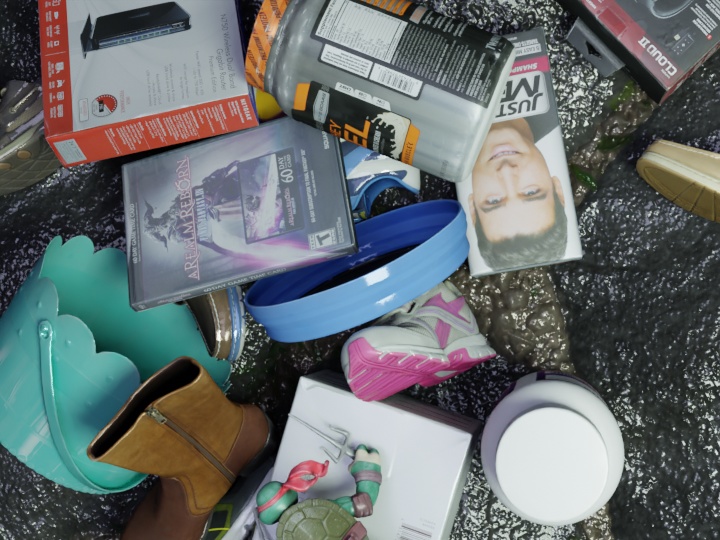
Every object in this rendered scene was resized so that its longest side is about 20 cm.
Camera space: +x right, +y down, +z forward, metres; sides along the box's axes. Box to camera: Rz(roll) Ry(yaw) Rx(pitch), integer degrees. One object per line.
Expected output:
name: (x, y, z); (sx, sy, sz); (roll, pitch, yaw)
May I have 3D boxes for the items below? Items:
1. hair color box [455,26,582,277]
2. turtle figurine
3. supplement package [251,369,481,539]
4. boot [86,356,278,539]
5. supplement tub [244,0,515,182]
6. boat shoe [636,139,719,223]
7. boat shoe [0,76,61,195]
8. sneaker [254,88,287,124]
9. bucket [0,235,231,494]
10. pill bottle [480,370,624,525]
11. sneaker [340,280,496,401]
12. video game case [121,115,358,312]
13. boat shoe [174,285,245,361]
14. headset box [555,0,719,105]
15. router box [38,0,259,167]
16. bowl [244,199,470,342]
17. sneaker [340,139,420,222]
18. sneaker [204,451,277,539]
hair color box: (0.130, -0.101, 0.958); (0.098, 0.061, 0.202); (-10, 87, 9)
turtle figurine: (-0.024, 0.220, 0.849); (0.150, 0.101, 0.200); (-43, 87, 6)
supplement package: (0.002, 0.207, 0.945); (0.154, 0.111, 0.202); (17, 92, 10)
boot: (-0.159, 0.168, 0.870); (0.188, 0.200, 0.069); (-40, 67, -1)
supplement tub: (0.015, -0.161, 0.882); (0.199, 0.123, 0.123); (22, 92, 6)
boat shoe: (0.336, -0.074, 0.923); (0.199, 0.074, 0.070); (23, 80, 8)
boat shoe: (-0.306, -0.144, 1.036); (0.199, 0.075, 0.074); (-34, 73, -2)
sneaker: (-0.058, -0.211, 0.978); (0.075, 0.090, 0.201); (30, 93, 10)
bucket: (-0.228, 0.085, 0.947); (0.207, 0.207, 0.135); (44, 103, 8)
pill bottle: (0.154, 0.142, 0.876); (0.110, 0.200, 0.113); (0, 88, 10)
sneaker: (0.038, 0.051, 0.907); (0.081, 0.200, 0.089); (-28, 77, 24)
video game case: (-0.107, -0.054, 0.928); (0.198, 0.019, 0.144); (-14, 62, 9)
boat shoe: (-0.160, -0.005, 0.979); (0.072, 0.072, 0.201); (-10, 63, -26)
headset box: (0.266, -0.254, 0.931); (0.200, 0.077, 0.149); (-45, 82, 7)
router box: (-0.193, -0.204, 0.973); (0.178, 0.049, 0.201); (-12, 62, 1)
bowl: (0.000, 0.000, 0.912); (0.199, 0.201, 0.040); (-23, 103, 8)
sneaker: (-0.037, -0.074, 0.981); (0.199, 0.074, 0.083); (-23, 87, 9)
sneaker: (-0.146, 0.237, 0.988); (0.084, 0.074, 0.201); (37, 95, 9)
